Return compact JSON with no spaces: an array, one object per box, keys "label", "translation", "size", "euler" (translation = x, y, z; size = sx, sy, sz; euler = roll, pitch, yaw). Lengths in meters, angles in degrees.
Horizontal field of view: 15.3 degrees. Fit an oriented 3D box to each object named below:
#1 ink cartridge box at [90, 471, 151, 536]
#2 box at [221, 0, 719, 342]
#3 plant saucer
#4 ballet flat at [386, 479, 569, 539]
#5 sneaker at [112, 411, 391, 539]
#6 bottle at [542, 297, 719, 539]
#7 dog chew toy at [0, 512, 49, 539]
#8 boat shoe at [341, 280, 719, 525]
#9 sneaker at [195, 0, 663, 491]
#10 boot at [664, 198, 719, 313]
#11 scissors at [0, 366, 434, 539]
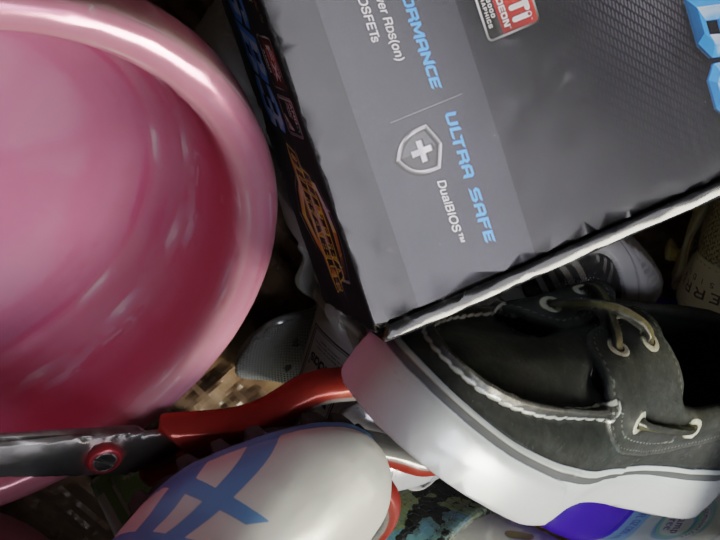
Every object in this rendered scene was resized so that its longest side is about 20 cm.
[{"label":"ink cartridge box","translation":[-0.013,0.163,0.820],"size":[0.048,0.200,0.146],"euler":[-27,136,-9]},{"label":"box","translation":[0.055,-0.112,0.687],"size":[0.198,0.050,0.201],"euler":[-22,106,-13]},{"label":"plant saucer","translation":[-0.123,-0.010,0.696],"size":[0.200,0.051,0.201],"euler":[-15,141,-12]},{"label":"ballet flat","translation":[0.069,0.108,0.917],"size":[0.199,0.074,0.074],"euler":[5,123,-40]},{"label":"sneaker","translation":[-0.063,0.117,0.725],"size":[0.200,0.072,0.072],"euler":[-39,137,-17]},{"label":"bottle","translation":[0.142,0.056,0.928],"size":[0.199,0.065,0.084],"euler":[7,122,-36]},{"label":"dog chew toy","translation":[-0.106,0.155,0.820],"size":[0.124,0.125,0.201],"euler":[-24,127,-13]},{"label":"boat shoe","translation":[0.062,0.030,0.754],"size":[0.057,0.069,0.200],"euler":[-52,154,14]},{"label":"sneaker","translation":[0.000,0.000,0.784],"size":[0.115,0.075,0.200],"euler":[-49,138,9]},{"label":"boot","translation":[0.122,-0.050,0.820],"size":[0.199,0.073,0.156],"euler":[-3,123,-38]},{"label":"scissors","translation":[-0.059,0.045,0.744],"size":[0.199,0.014,0.073],"euler":[13,126,-31]}]
